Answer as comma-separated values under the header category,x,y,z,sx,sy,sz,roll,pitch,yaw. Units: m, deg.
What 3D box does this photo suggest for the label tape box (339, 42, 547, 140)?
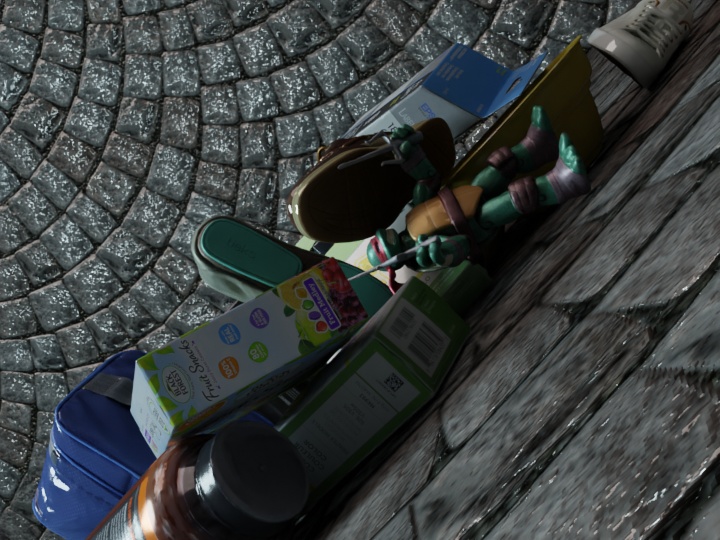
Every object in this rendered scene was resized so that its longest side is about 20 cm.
category,x,y,z,sx,sy,sz,roll,pitch,yaw
label tape box,0.070,-0.158,1.081,0.200,0.063,0.144,-34,11,31

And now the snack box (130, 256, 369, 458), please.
category,x,y,z,sx,sy,sz,roll,pitch,yaw
snack box,-0.084,0.068,0.778,0.142,0.053,0.200,-30,-8,-19

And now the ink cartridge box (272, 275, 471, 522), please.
category,x,y,z,sx,sy,sz,roll,pitch,yaw
ink cartridge box,-0.016,0.104,0.804,0.200,0.059,0.104,-47,1,29

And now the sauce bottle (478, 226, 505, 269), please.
category,x,y,z,sx,sy,sz,roll,pitch,yaw
sauce bottle,0.103,-0.034,1.068,0.065,0.065,0.200,-47,-1,26

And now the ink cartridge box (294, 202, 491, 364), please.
category,x,y,z,sx,sy,sz,roll,pitch,yaw
ink cartridge box,0.000,0.000,0.975,0.146,0.200,0.048,-48,-40,5

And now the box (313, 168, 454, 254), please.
category,x,y,z,sx,sy,sz,roll,pitch,yaw
box,0.039,-0.022,1.194,0.159,0.046,0.200,-41,-24,-10

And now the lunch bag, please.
category,x,y,z,sx,sy,sz,roll,pitch,yaw
lunch bag,-0.159,0.166,0.938,0.136,0.200,0.132,-52,-14,-54

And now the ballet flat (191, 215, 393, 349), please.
category,x,y,z,sx,sy,sz,roll,pitch,yaw
ballet flat,-0.045,0.018,0.914,0.067,0.200,0.064,-59,-9,-25

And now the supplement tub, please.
category,x,y,z,sx,sy,sz,roll,pitch,yaw
supplement tub,-0.114,0.180,0.750,0.200,0.107,0.107,-47,1,37

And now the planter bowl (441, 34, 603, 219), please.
category,x,y,z,sx,sy,sz,roll,pitch,yaw
planter bowl,0.154,-0.106,1.000,0.200,0.083,0.200,-47,1,1

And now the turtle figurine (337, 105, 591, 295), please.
category,x,y,z,sx,sy,sz,roll,pitch,yaw
turtle figurine,0.067,-0.050,0.864,0.200,0.150,0.101,-26,-40,1

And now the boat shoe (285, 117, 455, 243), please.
category,x,y,z,sx,sy,sz,roll,pitch,yaw
boat shoe,-0.002,-0.076,0.927,0.072,0.072,0.200,3,27,39

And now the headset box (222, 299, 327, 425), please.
category,x,y,z,sx,sy,sz,roll,pitch,yaw
headset box,-0.089,0.114,1.029,0.075,0.149,0.200,-50,2,-32

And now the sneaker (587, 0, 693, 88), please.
category,x,y,z,sx,sy,sz,roll,pitch,yaw
sneaker,0.269,-0.228,1.066,0.085,0.073,0.200,-50,-1,22
